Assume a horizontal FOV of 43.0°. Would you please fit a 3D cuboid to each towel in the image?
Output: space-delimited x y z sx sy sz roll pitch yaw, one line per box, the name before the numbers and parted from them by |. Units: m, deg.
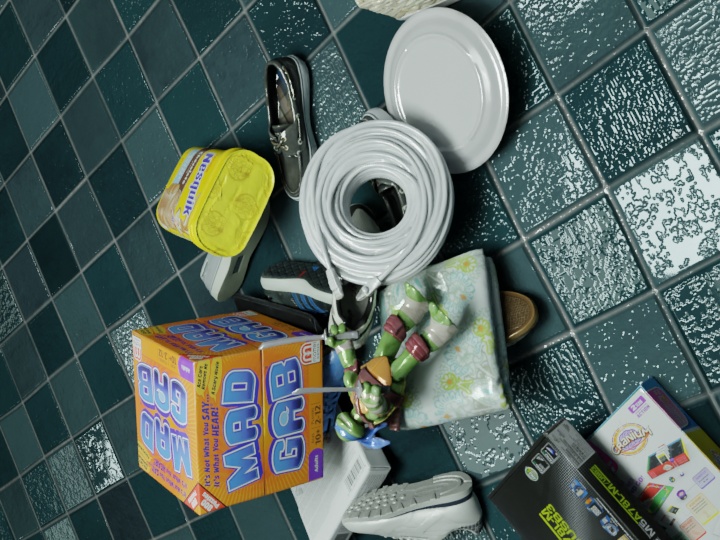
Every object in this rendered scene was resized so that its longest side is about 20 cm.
towel | 0.101 0.088 1.150 0.169 0.048 0.205 -20 67 37

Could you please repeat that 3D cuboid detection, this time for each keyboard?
keyboard | -0.113 0.101 1.378 0.198 0.020 0.129 14 129 46

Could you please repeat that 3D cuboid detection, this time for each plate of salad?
plate of salad | 0.108 -0.222 1.136 0.198 0.048 0.205 21 121 39

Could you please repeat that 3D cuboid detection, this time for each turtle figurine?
turtle figurine | 0.008 0.098 1.085 0.200 0.144 0.194 43 87 -3

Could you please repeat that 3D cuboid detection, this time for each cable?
cable | 0.021 -0.081 1.135 0.197 0.069 0.203 -29 77 7

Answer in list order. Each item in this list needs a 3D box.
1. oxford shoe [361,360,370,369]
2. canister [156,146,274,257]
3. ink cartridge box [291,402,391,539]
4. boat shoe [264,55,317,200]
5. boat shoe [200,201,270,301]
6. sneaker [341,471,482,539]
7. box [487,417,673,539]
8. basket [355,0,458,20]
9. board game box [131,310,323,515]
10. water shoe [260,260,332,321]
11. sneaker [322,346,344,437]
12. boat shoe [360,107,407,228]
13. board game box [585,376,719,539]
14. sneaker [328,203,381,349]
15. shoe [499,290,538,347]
oxford shoe | 0.059 0.154 1.247 0.197 0.072 0.073 -7 96 39
canister | -0.219 -0.107 1.338 0.199 0.086 0.151 17 80 59
ink cartridge box | -0.043 0.299 1.382 0.202 0.043 0.175 -63 38 29
boat shoe | -0.105 -0.200 1.298 0.067 0.056 0.205 1 101 37
boat shoe | -0.203 -0.047 1.411 0.071 0.069 0.203 40 123 22
sneaker | 0.069 0.341 1.255 0.196 0.077 0.082 -13 109 18
box | 0.261 0.304 1.101 0.201 0.047 0.194 50 144 18
basket | 0.082 -0.392 1.076 0.197 0.122 0.139 -13 91 40
board game box | -0.184 0.185 1.273 0.198 0.197 0.205 13 107 52
water shoe | -0.058 0.037 1.331 0.197 0.071 0.080 12 130 39
sneaker | -0.052 0.192 1.318 0.202 0.065 0.079 -62 40 34
boat shoe | 0.044 -0.117 1.197 0.203 0.056 0.069 64 156 6
board game box | 0.353 0.250 1.058 0.201 0.040 0.154 49 125 19
sneaker | 0.000 0.000 1.214 0.088 0.074 0.205 110 163 -71
shoe | 0.147 0.077 1.182 0.197 0.053 0.072 -20 64 35
